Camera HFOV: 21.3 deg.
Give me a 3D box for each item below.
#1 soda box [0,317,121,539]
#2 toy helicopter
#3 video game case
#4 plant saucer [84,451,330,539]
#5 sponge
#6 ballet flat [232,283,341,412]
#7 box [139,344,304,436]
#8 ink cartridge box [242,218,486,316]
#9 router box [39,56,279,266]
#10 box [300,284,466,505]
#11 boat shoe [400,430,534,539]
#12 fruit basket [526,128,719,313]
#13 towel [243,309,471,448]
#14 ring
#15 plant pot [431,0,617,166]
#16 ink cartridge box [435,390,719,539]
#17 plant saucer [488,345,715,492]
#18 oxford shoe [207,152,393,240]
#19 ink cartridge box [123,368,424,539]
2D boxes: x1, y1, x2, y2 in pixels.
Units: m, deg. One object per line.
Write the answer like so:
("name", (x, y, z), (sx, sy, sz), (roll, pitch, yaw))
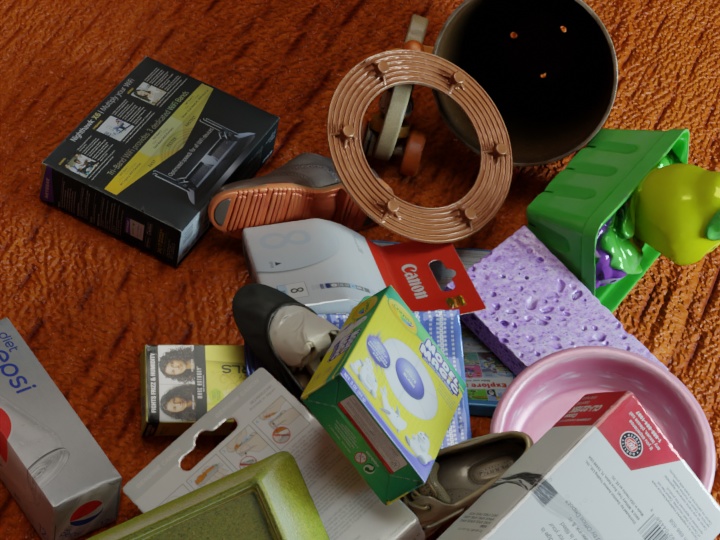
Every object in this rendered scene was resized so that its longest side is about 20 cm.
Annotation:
("soda box", (-0.281, 0.135, 1.614), (0.068, 0.064, 0.200), (-22, 56, -30))
("toy helicopter", (0.044, -0.202, 1.968), (0.079, 0.132, 0.200), (14, 45, 0))
("video game case", (0.071, 0.053, 1.814), (0.143, 0.018, 0.200), (5, 46, -10))
("plant saucer", (-0.113, 0.254, 1.486), (0.199, 0.048, 0.200), (-24, 62, -3))
("sponge", (0.181, 0.058, 1.794), (0.112, 0.030, 0.200), (-34, 71, -28))
("ballet flat", (-0.030, 0.084, 1.620), (0.068, 0.068, 0.200), (-37, 88, -33))
("box", (-0.093, 0.106, 1.684), (0.200, 0.050, 0.075), (2, 71, -14))
("ink cartridge box", (0.000, 0.000, 1.771), (0.200, 0.047, 0.160), (-10, 30, -8))
("router box", (-0.195, -0.111, 1.877), (0.157, 0.052, 0.200), (26, 47, 12))
("box", (0.026, 0.094, 1.578), (0.117, 0.048, 0.200), (52, 24, -11))
("boat shoe", (0.055, 0.186, 1.616), (0.200, 0.065, 0.072), (-20, 64, -4))
("fruit basket", (0.284, -0.045, 1.861), (0.215, 0.156, 0.216), (-2, 39, 1))
("towel", (-0.001, 0.104, 1.668), (0.200, 0.024, 0.145), (-1, 74, -14))
("ring", (0.061, -0.123, 1.848), (0.200, 0.019, 0.201), (8, 69, -22))
("plant pot", (0.180, -0.219, 1.989), (0.187, 0.187, 0.200), (20, 18, 5))
("ink cartridge box", (0.178, 0.217, 1.560), (0.200, 0.084, 0.144), (-42, 100, -20))
("plant saucer", (0.210, 0.166, 1.689), (0.200, 0.051, 0.201), (1, 62, -3))
("oxford shoe", (-0.068, -0.074, 1.864), (0.200, 0.071, 0.073), (-4, 42, -35))
("ink cartridge box", (-0.072, 0.201, 1.570), (0.160, 0.047, 0.200), (-41, 63, -13))
